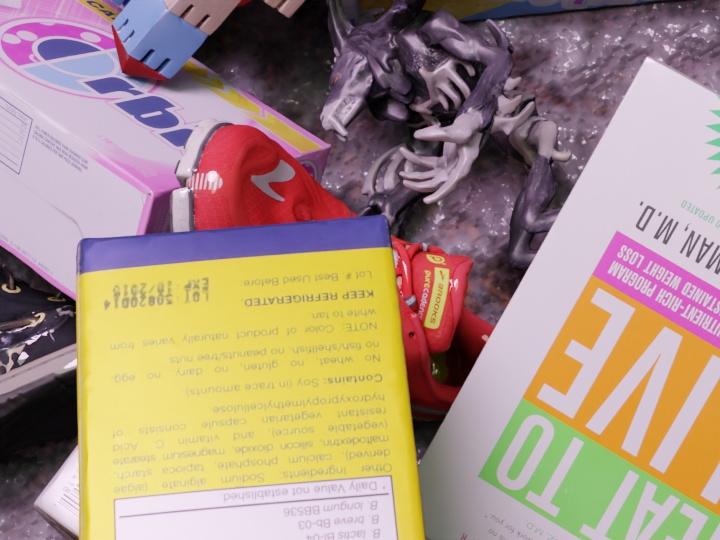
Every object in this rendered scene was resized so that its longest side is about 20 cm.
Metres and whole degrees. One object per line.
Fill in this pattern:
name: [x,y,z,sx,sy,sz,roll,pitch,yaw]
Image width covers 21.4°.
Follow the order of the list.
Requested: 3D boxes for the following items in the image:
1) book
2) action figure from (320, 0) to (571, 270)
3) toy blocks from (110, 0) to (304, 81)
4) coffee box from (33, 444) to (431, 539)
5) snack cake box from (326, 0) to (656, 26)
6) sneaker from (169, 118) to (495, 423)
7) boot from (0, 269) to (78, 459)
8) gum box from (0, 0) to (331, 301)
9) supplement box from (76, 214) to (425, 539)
book: [0.119,0.039,0.720,0.133,0.048,0.201,31,101,14]
action figure: [0.043,-0.045,0.804,0.200,0.119,0.102,38,66,12]
toy blocks: [-0.070,-0.166,0.824,0.137,0.100,0.200,-46,46,16]
coffee box: [-0.018,0.130,0.752,0.200,0.114,0.080,33,76,16]
snack cake box: [0.079,-0.183,0.872,0.199,0.067,0.116,-5,69,7]
sneaker: [0.000,0.000,0.748,0.085,0.200,0.077,-5,61,31]
boot: [-0.163,0.001,0.842,0.203,0.074,0.154,-22,66,-1]
gum box: [-0.127,-0.064,0.818,0.200,0.113,0.066,34,121,26]
supplement box: [-0.034,0.096,0.638,0.108,0.110,0.201,-4,60,-2]
